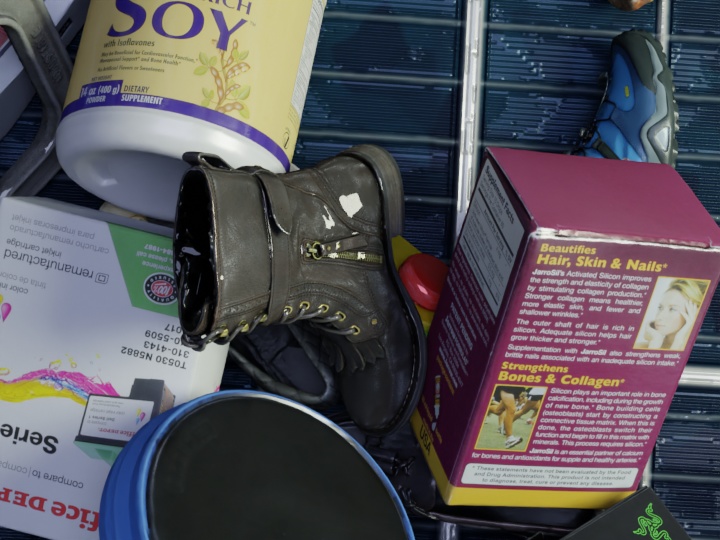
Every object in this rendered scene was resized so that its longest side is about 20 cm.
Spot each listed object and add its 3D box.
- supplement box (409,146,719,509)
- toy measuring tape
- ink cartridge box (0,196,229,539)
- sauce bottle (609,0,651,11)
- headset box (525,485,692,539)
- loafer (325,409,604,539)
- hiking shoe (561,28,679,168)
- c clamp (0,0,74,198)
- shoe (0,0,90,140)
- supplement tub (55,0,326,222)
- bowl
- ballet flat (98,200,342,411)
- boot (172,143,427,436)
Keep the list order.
[{"bbox_3d":[0.120,0.038,1.151,0.131,0.103,0.200,5,121,-19],"label":"supplement box"},{"bbox_3d":[0.000,0.000,1.219,0.200,0.074,0.074,39,84,-2],"label":"toy measuring tape"},{"bbox_3d":[-0.165,0.066,1.175,0.145,0.084,0.200,14,95,8],"label":"ink cartridge box"},{"bbox_3d":[0.240,-0.252,1.264,0.200,0.066,0.066,-38,88,-6],"label":"sauce bottle"},{"bbox_3d":[0.150,0.244,1.107,0.174,0.093,0.200,-22,67,-40],"label":"headset box"},{"bbox_3d":[0.063,0.131,1.218,0.200,0.063,0.072,15,84,-2],"label":"loafer"},{"bbox_3d":[0.157,-0.062,1.236,0.087,0.074,0.200,6,84,-4],"label":"hiking shoe"},{"bbox_3d":[-0.234,-0.079,1.172,0.027,0.200,0.171,31,62,27],"label":"c clamp"},{"bbox_3d":[-0.246,-0.156,1.227,0.091,0.071,0.200,34,81,5],"label":"shoe"},{"bbox_3d":[-0.100,-0.142,1.184,0.145,0.145,0.200,11,72,-2],"label":"supplement tub"},{"bbox_3d":[-0.052,0.157,1.082,0.201,0.039,0.201,22,46,-25],"label":"bowl"},{"bbox_3d":[-0.086,0.016,1.223,0.200,0.057,0.066,39,83,1],"label":"ballet flat"},{"bbox_3d":[-0.043,0.019,1.119,0.069,0.174,0.200,0,102,39],"label":"boot"}]
